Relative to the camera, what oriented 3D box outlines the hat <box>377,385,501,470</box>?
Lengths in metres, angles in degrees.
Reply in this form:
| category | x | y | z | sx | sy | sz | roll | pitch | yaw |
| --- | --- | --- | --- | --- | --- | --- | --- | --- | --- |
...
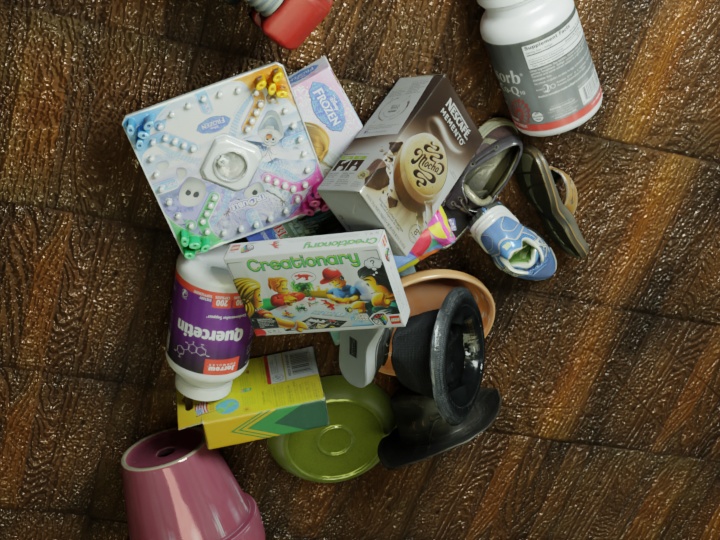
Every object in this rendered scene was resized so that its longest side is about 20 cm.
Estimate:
| category | x | y | z | sx | sy | sz | roll | pitch | yaw |
| --- | --- | --- | --- | --- | --- | --- | --- | --- | --- |
| hat | 0.096 | 0.195 | 1.564 | 0.200 | 0.201 | 0.081 | -29 | 104 | 6 |

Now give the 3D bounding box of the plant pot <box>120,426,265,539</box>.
| category | x | y | z | sx | sy | sz | roll | pitch | yaw |
| --- | --- | --- | --- | --- | --- | --- | --- | --- | --- |
| plant pot | -0.251 | 0.327 | 1.565 | 0.200 | 0.200 | 0.179 | -15 | 106 | -2 |

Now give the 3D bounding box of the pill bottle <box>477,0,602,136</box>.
| category | x | y | z | sx | sy | sz | roll | pitch | yaw |
| --- | --- | --- | --- | --- | --- | --- | --- | --- | --- |
| pill bottle | 0.211 | -0.272 | 1.330 | 0.116 | 0.116 | 0.200 | -25 | 122 | 4 |

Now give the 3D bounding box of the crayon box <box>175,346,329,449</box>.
| category | x | y | z | sx | sy | sz | roll | pitch | yaw |
| --- | --- | --- | --- | --- | --- | --- | --- | --- | --- |
| crayon box | -0.151 | 0.176 | 1.520 | 0.200 | 0.127 | 0.051 | -10 | 122 | -4 |

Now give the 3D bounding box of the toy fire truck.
| category | x | y | z | sx | sy | sz | roll | pitch | yaw |
| --- | --- | --- | --- | --- | --- | --- | --- | --- | --- |
| toy fire truck | -0.100 | -0.317 | 1.187 | 0.176 | 0.200 | 0.129 | 37 | 108 | -28 |

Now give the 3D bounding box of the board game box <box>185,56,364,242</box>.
| category | x | y | z | sx | sy | sz | roll | pitch | yaw |
| --- | --- | --- | --- | --- | --- | --- | --- | --- | --- |
| board game box | -0.082 | -0.131 | 1.373 | 0.199 | 0.041 | 0.200 | -29 | 122 | 6 |

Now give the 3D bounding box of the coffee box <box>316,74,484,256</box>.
| category | x | y | z | sx | sy | sz | roll | pitch | yaw |
| --- | --- | --- | --- | --- | --- | --- | --- | --- | --- |
| coffee box | 0.052 | -0.129 | 1.340 | 0.113 | 0.080 | 0.200 | 52 | 60 | -34 |

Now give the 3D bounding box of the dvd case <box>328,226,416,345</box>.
| category | x | y | z | sx | sy | sz | roll | pitch | yaw |
| --- | --- | --- | --- | --- | --- | --- | --- | --- | --- |
| dvd case | 0.000 | 0.000 | 1.506 | 0.146 | 0.022 | 0.200 | -19 | 122 | 0 |

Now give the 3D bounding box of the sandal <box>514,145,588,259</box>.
| category | x | y | z | sx | sy | sz | roll | pitch | yaw |
| --- | --- | --- | --- | --- | --- | --- | --- | --- | --- |
| sandal | 0.264 | -0.096 | 1.473 | 0.055 | 0.082 | 0.200 | -42 | 122 | -8 |

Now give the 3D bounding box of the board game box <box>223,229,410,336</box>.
| category | x | y | z | sx | sy | sz | roll | pitch | yaw |
| --- | --- | --- | --- | --- | --- | --- | --- | --- | --- |
| board game box | -0.052 | 0.017 | 1.332 | 0.200 | 0.035 | 0.126 | -5 | 127 | 20 |

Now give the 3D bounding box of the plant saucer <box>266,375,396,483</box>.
| category | x | y | z | sx | sy | sz | roll | pitch | yaw |
| --- | --- | --- | --- | --- | --- | --- | --- | --- | --- |
| plant saucer | -0.039 | 0.245 | 1.641 | 0.200 | 0.031 | 0.200 | -5 | 122 | -9 |

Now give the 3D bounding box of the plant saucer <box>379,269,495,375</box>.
| category | x | y | z | sx | sy | sz | roll | pitch | yaw |
| --- | --- | --- | --- | --- | --- | --- | --- | --- | --- |
| plant saucer | 0.086 | 0.068 | 1.531 | 0.200 | 0.037 | 0.200 | -9 | 135 | -9 |

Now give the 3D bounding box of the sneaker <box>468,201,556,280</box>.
| category | x | y | z | sx | sy | sz | roll | pitch | yaw |
| --- | --- | --- | --- | --- | --- | --- | --- | --- | --- |
| sneaker | 0.213 | -0.019 | 1.482 | 0.076 | 0.077 | 0.200 | -44 | 144 | 14 |

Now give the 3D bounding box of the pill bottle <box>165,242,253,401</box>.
| category | x | y | z | sx | sy | sz | roll | pitch | yaw |
| --- | --- | --- | --- | --- | --- | --- | --- | --- | --- |
| pill bottle | -0.194 | 0.068 | 1.451 | 0.112 | 0.113 | 0.200 | 4 | 118 | -14 |

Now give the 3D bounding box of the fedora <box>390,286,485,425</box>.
| category | x | y | z | sx | sy | sz | roll | pitch | yaw |
| --- | --- | --- | --- | --- | --- | --- | --- | --- | --- |
| fedora | 0.096 | 0.111 | 1.457 | 0.091 | 0.201 | 0.201 | 2 | 126 | 23 |

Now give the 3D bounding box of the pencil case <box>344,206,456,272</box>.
| category | x | y | z | sx | sy | sz | roll | pitch | yaw |
| --- | --- | --- | --- | --- | --- | --- | --- | --- | --- |
| pencil case | 0.027 | -0.031 | 1.424 | 0.200 | 0.088 | 0.088 | -29 | 122 | 13 |

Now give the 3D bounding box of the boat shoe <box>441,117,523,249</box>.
| category | x | y | z | sx | sy | sz | roll | pitch | yaw |
| --- | --- | --- | --- | --- | --- | --- | --- | --- | --- |
| boat shoe | 0.145 | -0.105 | 1.446 | 0.072 | 0.065 | 0.200 | 24 | 114 | -25 |

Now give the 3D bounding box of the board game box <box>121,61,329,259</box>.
| category | x | y | z | sx | sy | sz | roll | pitch | yaw |
| --- | --- | --- | --- | --- | --- | --- | --- | --- | --- |
| board game box | -0.154 | -0.125 | 1.322 | 0.200 | 0.026 | 0.200 | -20 | 121 | 1 |

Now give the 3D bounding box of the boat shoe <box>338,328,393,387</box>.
| category | x | y | z | sx | sy | sz | roll | pitch | yaw |
| --- | --- | --- | --- | --- | --- | --- | --- | --- | --- |
| boat shoe | 0.017 | 0.072 | 1.441 | 0.066 | 0.070 | 0.200 | -38 | 147 | -34 |
